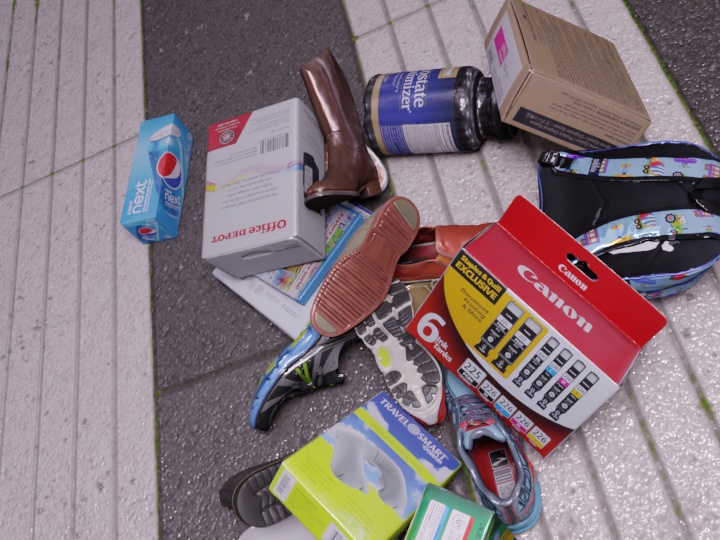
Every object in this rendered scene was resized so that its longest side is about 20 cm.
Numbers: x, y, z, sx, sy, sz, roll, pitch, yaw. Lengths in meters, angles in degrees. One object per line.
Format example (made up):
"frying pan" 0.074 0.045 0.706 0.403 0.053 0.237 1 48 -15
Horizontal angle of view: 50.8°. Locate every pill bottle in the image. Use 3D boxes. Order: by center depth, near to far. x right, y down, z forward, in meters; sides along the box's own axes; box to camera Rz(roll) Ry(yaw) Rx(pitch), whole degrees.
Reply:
"pill bottle" 0.111 -0.218 1.032 0.197 0.112 0.113 1 62 24

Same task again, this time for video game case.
"video game case" -0.109 -0.054 1.042 0.199 0.018 0.144 28 75 33

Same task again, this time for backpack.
"backpack" 0.302 -0.048 0.839 0.197 0.135 0.185 -6 60 21

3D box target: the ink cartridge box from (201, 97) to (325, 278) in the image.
"ink cartridge box" -0.126 -0.105 1.001 0.144 0.083 0.203 -11 66 22

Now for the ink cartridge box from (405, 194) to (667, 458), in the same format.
"ink cartridge box" 0.173 0.055 0.772 0.200 0.176 0.084 42 40 13

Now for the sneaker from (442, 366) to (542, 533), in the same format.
"sneaker" 0.138 0.171 0.811 0.079 0.096 0.202 -25 56 7

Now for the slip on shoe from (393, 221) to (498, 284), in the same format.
"slip on shoe" 0.114 -0.027 0.955 0.197 0.061 0.075 -9 57 17

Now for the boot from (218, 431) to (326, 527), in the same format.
"boot" -0.066 0.231 0.884 0.198 0.138 0.079 -10 83 -25

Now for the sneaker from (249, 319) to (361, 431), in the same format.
"sneaker" -0.063 0.125 0.931 0.083 0.071 0.200 43 92 -8

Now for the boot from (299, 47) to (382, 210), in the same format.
"boot" -0.046 -0.184 0.967 0.063 0.186 0.203 -15 93 22

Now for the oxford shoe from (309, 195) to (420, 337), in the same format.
"oxford shoe" 0.000 0.000 0.913 0.201 0.071 0.074 -51 15 -24

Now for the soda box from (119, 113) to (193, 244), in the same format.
"soda box" -0.322 -0.148 1.210 0.067 0.064 0.202 -9 60 19

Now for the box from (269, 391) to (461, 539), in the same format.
"box" 0.016 0.206 0.779 0.122 0.199 0.048 41 125 18

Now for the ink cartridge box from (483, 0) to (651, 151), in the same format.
"ink cartridge box" 0.245 -0.234 0.925 0.163 0.075 0.201 18 41 -13

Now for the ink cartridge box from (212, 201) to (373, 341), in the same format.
"ink cartridge box" -0.077 -0.018 1.044 0.199 0.041 0.201 34 79 34

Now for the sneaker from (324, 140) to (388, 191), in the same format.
"sneaker" -0.042 -0.167 1.099 0.199 0.080 0.072 31 94 12

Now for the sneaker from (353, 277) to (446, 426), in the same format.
"sneaker" 0.047 0.097 0.888 0.076 0.085 0.201 -23 48 5

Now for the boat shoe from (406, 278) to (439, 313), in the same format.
"boat shoe" 0.125 0.047 0.905 0.199 0.063 0.074 17 70 31

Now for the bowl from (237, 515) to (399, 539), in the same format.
"bowl" -0.049 0.327 0.776 0.197 0.076 0.200 -16 14 12

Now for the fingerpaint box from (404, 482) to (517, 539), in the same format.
"fingerpaint box" 0.075 0.324 0.708 0.073 0.167 0.202 16 69 27
